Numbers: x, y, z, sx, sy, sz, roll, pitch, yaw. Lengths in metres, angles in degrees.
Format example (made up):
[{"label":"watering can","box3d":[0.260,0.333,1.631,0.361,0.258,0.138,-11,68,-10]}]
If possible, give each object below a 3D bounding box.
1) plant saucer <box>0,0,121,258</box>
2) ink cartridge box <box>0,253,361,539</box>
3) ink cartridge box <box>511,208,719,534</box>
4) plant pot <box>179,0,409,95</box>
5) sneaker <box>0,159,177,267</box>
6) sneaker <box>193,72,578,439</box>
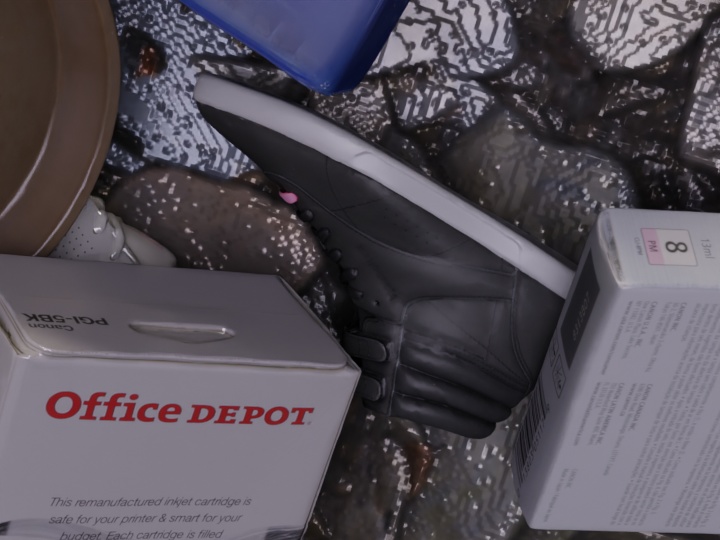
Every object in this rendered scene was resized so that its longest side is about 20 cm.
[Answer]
[{"label":"plant saucer","box3d":[-0.181,-0.059,0.702,0.200,0.029,0.200,-22,128,-30]},{"label":"ink cartridge box","box3d":[-0.105,0.099,0.778,0.147,0.083,0.200,5,116,-31]},{"label":"ink cartridge box","box3d":[0.176,0.048,0.780,0.200,0.057,0.163,0,138,-11]},{"label":"plant pot","box3d":[-0.037,-0.192,0.708,0.200,0.200,0.180,36,96,-3]},{"label":"sneaker","box3d":[-0.131,-0.016,0.816,0.099,0.078,0.200,-9,107,-5]},{"label":"sneaker","box3d":[0.000,0.000,0.803,0.200,0.071,0.099,32,97,-7]}]
